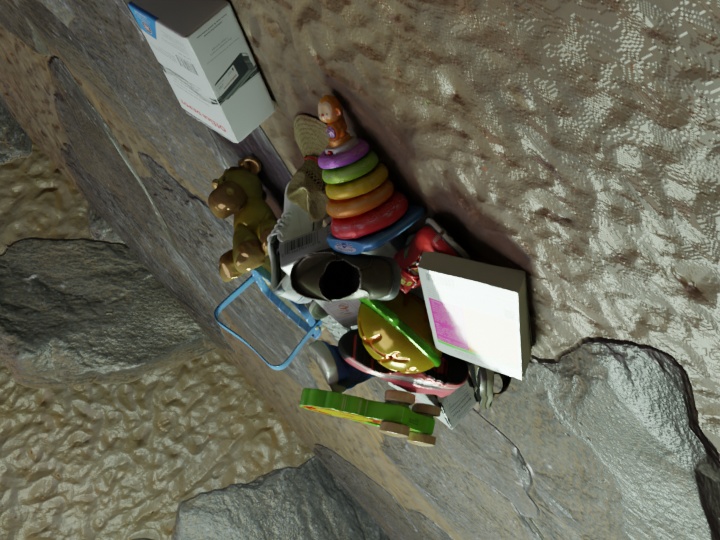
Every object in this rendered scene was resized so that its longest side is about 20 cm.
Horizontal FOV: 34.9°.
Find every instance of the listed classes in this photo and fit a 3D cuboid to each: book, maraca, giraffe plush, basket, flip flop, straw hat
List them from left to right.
[{"bbox_3d":[-0.186,-0.099,1.917,0.163,0.172,0.200,59,-163,-8],"label":"giraffe plush"},{"bbox_3d":[-0.139,0.056,2.007,0.176,0.200,0.139,35,168,25],"label":"basket"},{"bbox_3d":[-0.057,-0.115,1.608,0.201,0.085,0.201,43,164,16],"label":"straw hat"},{"bbox_3d":[0.045,0.074,1.600,0.137,0.107,0.200,31,170,44],"label":"maraca"},{"bbox_3d":[0.149,0.057,1.477,0.133,0.048,0.200,14,150,19],"label":"book"},{"bbox_3d":[0.188,0.149,1.647,0.200,0.057,0.082,74,180,-74],"label":"flip flop"}]

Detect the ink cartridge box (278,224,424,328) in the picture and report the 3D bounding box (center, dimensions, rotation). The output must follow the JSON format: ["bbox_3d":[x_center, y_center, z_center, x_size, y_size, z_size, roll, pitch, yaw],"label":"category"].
[{"bbox_3d":[0.000,0.000,1.659,0.200,0.161,0.050,45,-148,-50],"label":"ink cartridge box"}]

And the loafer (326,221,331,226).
[{"bbox_3d":[-0.031,-0.030,1.768,0.073,0.072,0.200,50,164,-14],"label":"loafer"}]

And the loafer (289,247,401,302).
[{"bbox_3d":[-0.034,0.004,1.508,0.199,0.069,0.076,-3,87,49],"label":"loafer"}]

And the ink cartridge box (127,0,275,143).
[{"bbox_3d":[-0.217,-0.294,1.593,0.144,0.084,0.201,35,159,37],"label":"ink cartridge box"}]

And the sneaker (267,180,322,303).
[{"bbox_3d":[-0.102,-0.052,1.723,0.071,0.201,0.073,16,150,-40],"label":"sneaker"}]

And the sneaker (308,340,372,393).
[{"bbox_3d":[-0.012,0.133,1.779,0.077,0.111,0.200,60,176,20],"label":"sneaker"}]

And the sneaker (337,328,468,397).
[{"bbox_3d":[0.057,0.150,1.711,0.199,0.074,0.087,17,144,-4],"label":"sneaker"}]

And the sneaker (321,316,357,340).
[{"bbox_3d":[-0.011,0.081,1.948,0.076,0.081,0.200,21,152,49],"label":"sneaker"}]

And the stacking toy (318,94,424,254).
[{"bbox_3d":[-0.011,-0.131,1.469,0.116,0.109,0.201,10,127,53],"label":"stacking toy"}]

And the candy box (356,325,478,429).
[{"bbox_3d":[0.090,0.143,1.870,0.167,0.072,0.201,32,157,42],"label":"candy box"}]

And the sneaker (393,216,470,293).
[{"bbox_3d":[0.082,-0.008,1.509,0.077,0.085,0.200,45,165,1],"label":"sneaker"}]

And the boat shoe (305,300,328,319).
[{"bbox_3d":[-0.042,0.029,1.811,0.061,0.072,0.201,51,-160,12],"label":"boat shoe"}]

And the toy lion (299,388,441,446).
[{"bbox_3d":[0.008,0.219,1.784,0.190,0.069,0.200,6,167,25],"label":"toy lion"}]
